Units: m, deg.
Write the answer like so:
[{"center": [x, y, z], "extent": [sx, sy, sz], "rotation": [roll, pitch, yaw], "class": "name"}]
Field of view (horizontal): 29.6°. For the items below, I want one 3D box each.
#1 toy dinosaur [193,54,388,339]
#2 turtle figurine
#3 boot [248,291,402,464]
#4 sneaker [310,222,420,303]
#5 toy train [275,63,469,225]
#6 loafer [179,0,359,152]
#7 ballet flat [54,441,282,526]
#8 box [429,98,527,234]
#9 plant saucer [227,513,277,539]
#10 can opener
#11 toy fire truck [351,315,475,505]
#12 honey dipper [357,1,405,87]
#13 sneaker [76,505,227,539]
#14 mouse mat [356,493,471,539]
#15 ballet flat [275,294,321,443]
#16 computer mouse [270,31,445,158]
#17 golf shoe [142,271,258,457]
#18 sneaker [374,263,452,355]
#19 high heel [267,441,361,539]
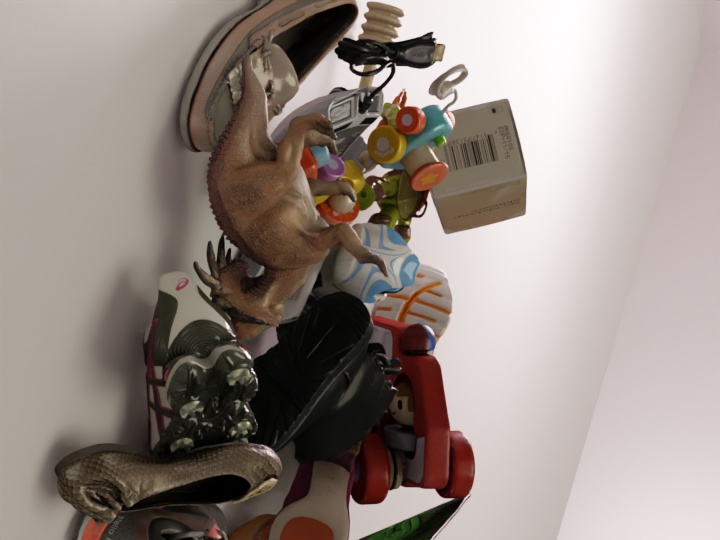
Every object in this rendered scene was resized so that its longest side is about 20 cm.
[{"center": [-0.069, -0.038, 0.936], "extent": [0.086, 0.135, 0.200], "rotation": [-116, -176, -68], "class": "toy dinosaur"}, {"center": [0.033, -0.065, 1.331], "extent": [0.161, 0.064, 0.200], "rotation": [-47, 145, -57], "class": "turtle figurine"}, {"center": [-0.050, 0.117, 1.129], "extent": [0.198, 0.073, 0.163], "rotation": [-44, 156, -16], "class": "boot"}, {"center": [0.000, 0.000, 1.181], "extent": [0.072, 0.072, 0.200], "rotation": [-65, -170, -6], "class": "sneaker"}, {"center": [0.004, -0.080, 1.049], "extent": [0.200, 0.056, 0.150], "rotation": [-27, 169, -14], "class": "toy train"}, {"center": [-0.063, -0.155, 0.994], "extent": [0.200, 0.063, 0.072], "rotation": [-60, 154, -42], "class": "loafer"}, {"center": [-0.124, 0.149, 0.935], "extent": [0.067, 0.046, 0.200], "rotation": [-40, 152, 25], "class": "ballet flat"}, {"center": [0.110, -0.097, 1.320], "extent": [0.200, 0.095, 0.078], "rotation": [43, 33, -79], "class": "box"}, {"center": [-0.111, 0.309, 1.194], "extent": [0.200, 0.037, 0.201], "rotation": [13, 90, -72], "class": "plant saucer"}, {"center": [-0.045, -0.041, 1.136], "extent": [0.067, 0.053, 0.200], "rotation": [77, 30, -50], "class": "can opener"}, {"center": [0.036, 0.132, 1.320], "extent": [0.200, 0.112, 0.168], "rotation": [-170, -100, -71], "class": "toy fire truck"}, {"center": [-0.001, -0.141, 1.231], "extent": [0.038, 0.038, 0.200], "rotation": [9, 96, -72], "class": "honey dipper"}, {"center": [-0.132, 0.206, 0.995], "extent": [0.200, 0.082, 0.077], "rotation": [15, 87, -71], "class": "sneaker"}, {"center": [0.011, 0.263, 1.260], "extent": [0.008, 0.161, 0.200], "rotation": [64, 22, 2], "class": "mouse mat"}, {"center": [-0.045, 0.092, 1.239], "extent": [0.066, 0.057, 0.200], "rotation": [-37, 147, -33], "class": "ballet flat"}, {"center": [-0.023, -0.123, 1.050], "extent": [0.110, 0.044, 0.200], "rotation": [-22, 166, -46], "class": "computer mouse"}, {"center": [-0.117, 0.079, 0.961], "extent": [0.200, 0.077, 0.088], "rotation": [111, -41, -55], "class": "golf shoe"}, {"center": [0.045, 0.088, 1.470], "extent": [0.077, 0.078, 0.200], "rotation": [81, 29, -77], "class": "sneaker"}, {"center": [-0.044, 0.226, 1.205], "extent": [0.200, 0.067, 0.096], "rotation": [-62, 178, -43], "class": "high heel"}]
